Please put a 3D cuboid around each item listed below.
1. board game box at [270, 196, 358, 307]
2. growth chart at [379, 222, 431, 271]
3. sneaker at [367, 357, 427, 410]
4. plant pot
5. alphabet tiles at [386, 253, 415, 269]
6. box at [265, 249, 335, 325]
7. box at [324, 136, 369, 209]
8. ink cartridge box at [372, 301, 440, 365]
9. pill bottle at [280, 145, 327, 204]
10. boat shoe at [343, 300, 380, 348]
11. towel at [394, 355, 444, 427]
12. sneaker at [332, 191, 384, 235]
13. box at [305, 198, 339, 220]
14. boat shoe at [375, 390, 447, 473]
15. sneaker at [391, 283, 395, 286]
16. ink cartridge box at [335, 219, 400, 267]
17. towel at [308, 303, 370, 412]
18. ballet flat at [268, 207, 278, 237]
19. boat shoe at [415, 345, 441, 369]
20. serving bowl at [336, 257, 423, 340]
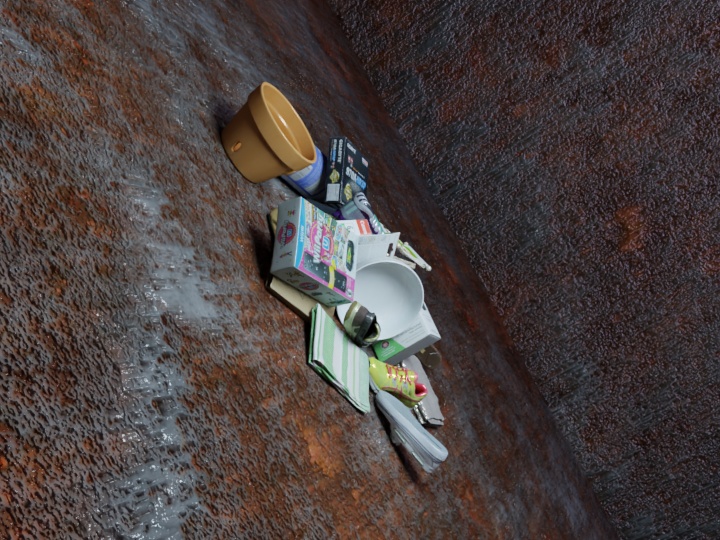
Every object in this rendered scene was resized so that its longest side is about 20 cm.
[{"bbox_3d":[-0.087,-0.033,1.575,0.199,0.064,0.149,32,55,-48],"label":"board game box"},{"bbox_3d":[0.097,-0.064,1.950,0.145,0.018,0.200,48,9,36],"label":"growth chart"},{"bbox_3d":[0.079,0.238,1.758,0.200,0.090,0.079,42,24,-42],"label":"sneaker"},{"bbox_3d":[-0.206,-0.283,1.726,0.201,0.139,0.201,51,19,-25],"label":"plant pot"},{"bbox_3d":[0.033,-0.043,1.936,0.198,0.015,0.195,20,-4,-23],"label":"alphabet tiles"},{"bbox_3d":[-0.109,0.013,1.605,0.200,0.021,0.165,45,45,-43],"label":"box"},{"bbox_3d":[-0.032,-0.221,1.964,0.200,0.045,0.161,30,63,-70],"label":"box"},{"bbox_3d":[0.079,0.104,1.898,0.084,0.145,0.202,26,35,-62],"label":"ink cartridge box"},{"bbox_3d":[-0.127,-0.243,1.945,0.200,0.111,0.113,38,26,-52],"label":"pill bottle"},{"bbox_3d":[0.009,0.128,1.684,0.066,0.072,0.201,29,-17,18],"label":"boat shoe"},{"bbox_3d":[0.144,0.290,1.964,0.132,0.034,0.202,27,36,-63],"label":"towel"},{"bbox_3d":[-0.001,-0.099,1.799,0.075,0.087,0.200,63,3,36],"label":"sneaker"},{"bbox_3d":[-0.034,-0.105,1.942,0.157,0.052,0.200,24,-1,28],"label":"box"},{"bbox_3d":[0.091,0.339,1.665,0.200,0.067,0.073,43,12,29],"label":"boat shoe"},{"bbox_3d":[0.000,0.000,1.864,0.198,0.076,0.078,20,9,28],"label":"sneaker"},{"bbox_3d":[-0.021,-0.057,1.744,0.110,0.197,0.051,104,-25,-46],"label":"ink cartridge box"},{"bbox_3d":[-0.038,0.176,1.593,0.200,0.023,0.154,48,29,-37],"label":"towel"},{"bbox_3d":[-0.145,-0.060,1.655,0.069,0.063,0.202,38,27,-51],"label":"ballet flat"},{"bbox_3d":[0.132,0.174,2.097,0.203,0.074,0.075,56,-7,-7],"label":"boat shoe"},{"bbox_3d":[0.039,0.054,1.783,0.200,0.199,0.066,50,9,-28],"label":"serving bowl"}]
